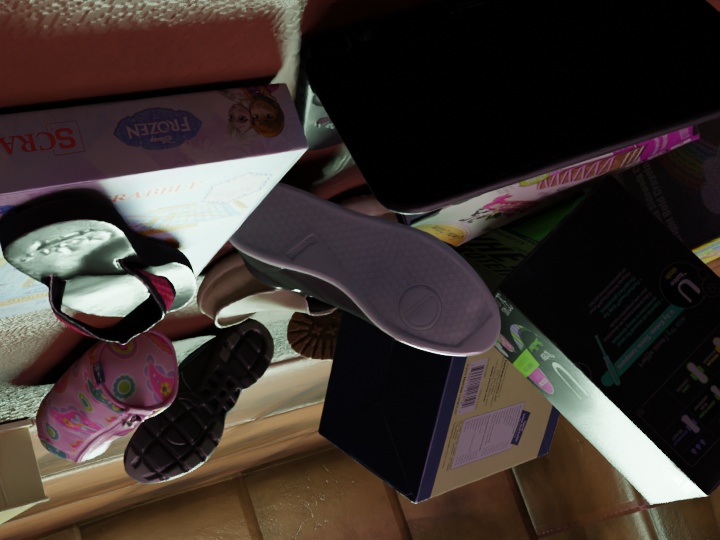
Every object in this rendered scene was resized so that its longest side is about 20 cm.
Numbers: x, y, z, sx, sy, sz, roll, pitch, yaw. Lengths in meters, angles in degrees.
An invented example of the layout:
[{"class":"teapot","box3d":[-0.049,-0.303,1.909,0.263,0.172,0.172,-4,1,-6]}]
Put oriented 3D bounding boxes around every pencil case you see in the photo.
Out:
[{"class":"pencil case","box3d":[-0.238,0.120,0.994,0.087,0.088,0.200,-11,166,-37]}]

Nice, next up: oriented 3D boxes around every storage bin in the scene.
[{"class":"storage bin","box3d":[-0.478,0.252,1.170,0.198,0.094,0.199,-6,162,-46]}]

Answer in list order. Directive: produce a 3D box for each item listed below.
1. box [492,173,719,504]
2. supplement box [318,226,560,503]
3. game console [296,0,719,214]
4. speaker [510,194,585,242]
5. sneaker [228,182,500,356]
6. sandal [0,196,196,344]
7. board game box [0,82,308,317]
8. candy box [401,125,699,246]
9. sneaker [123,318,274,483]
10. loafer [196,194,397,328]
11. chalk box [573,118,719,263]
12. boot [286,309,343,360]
[{"class":"box","box3d":[0.202,0.057,0.796,0.124,0.200,0.149,-44,171,-10]},{"class":"supplement box","box3d":[0.092,0.076,0.993,0.199,0.202,0.134,-8,-152,-45]},{"class":"game console","box3d":[0.077,-0.081,0.551,0.198,0.117,0.176,-18,168,-10]},{"class":"speaker","box3d":[0.222,-0.030,1.092,0.199,0.089,0.088,-25,167,20]},{"class":"sneaker","box3d":[0.000,0.000,0.733,0.199,0.071,0.099,25,174,-3]},{"class":"sandal","box3d":[-0.135,0.011,0.573,0.075,0.045,0.200,-20,168,1]},{"class":"board game box","box3d":[-0.155,-0.028,0.581,0.199,0.041,0.199,-13,166,-31]},{"class":"candy box","box3d":[0.127,-0.087,0.740,0.199,0.061,0.136,-24,168,17]},{"class":"sneaker","box3d":[-0.165,0.133,1.071,0.200,0.076,0.079,-48,-159,-29]},{"class":"loafer","box3d":[-0.050,0.007,0.843,0.199,0.069,0.075,-28,166,33]},{"class":"chalk box","box3d":[0.272,-0.071,0.902,0.123,0.125,0.199,-8,164,-44]},{"class":"boot","box3d":[0.017,0.045,1.128,0.199,0.076,0.107,-20,173,-8]}]
